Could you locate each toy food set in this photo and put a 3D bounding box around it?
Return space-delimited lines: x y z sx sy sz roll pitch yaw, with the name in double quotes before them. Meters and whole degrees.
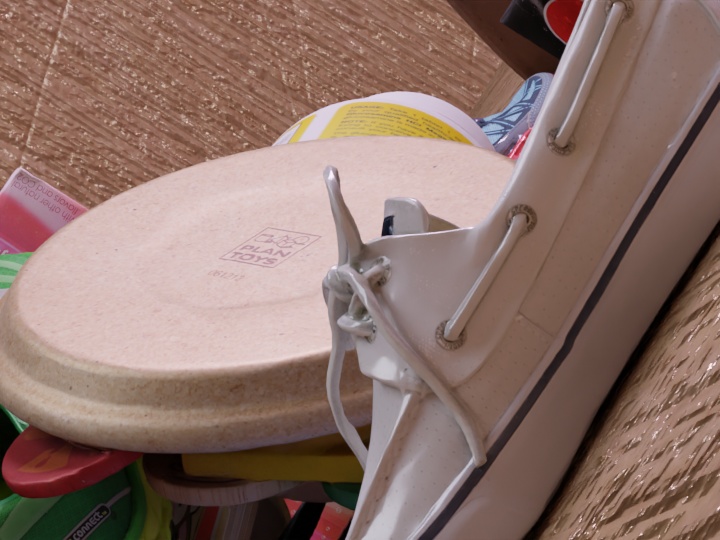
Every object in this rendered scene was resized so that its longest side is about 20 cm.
"toy food set" -0.025 0.014 0.854 0.198 0.200 0.049 -48 -46 -54

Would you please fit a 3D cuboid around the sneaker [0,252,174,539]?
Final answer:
"sneaker" -0.115 0.046 0.913 0.074 0.084 0.200 -54 29 16

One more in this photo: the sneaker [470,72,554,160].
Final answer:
"sneaker" 0.023 -0.044 1.236 0.200 0.096 0.079 -42 -6 -38

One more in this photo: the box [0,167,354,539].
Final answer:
"box" -0.092 0.057 1.189 0.103 0.200 0.095 -57 1 -14

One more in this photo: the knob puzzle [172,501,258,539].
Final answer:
"knob puzzle" -0.090 0.095 0.954 0.220 0.030 0.220 -39 44 53

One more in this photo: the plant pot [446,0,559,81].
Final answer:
"plant pot" 0.101 -0.221 1.447 0.175 0.200 0.200 -40 5 12

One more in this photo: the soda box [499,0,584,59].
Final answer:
"soda box" 0.135 -0.169 1.133 0.200 0.063 0.071 -58 1 -28

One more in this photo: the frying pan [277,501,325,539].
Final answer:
"frying pan" -0.058 0.166 0.991 0.115 0.031 0.190 -53 3 38

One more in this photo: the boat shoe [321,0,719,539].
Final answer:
"boat shoe" 0.023 0.006 0.672 0.202 0.086 0.075 -57 1 -4

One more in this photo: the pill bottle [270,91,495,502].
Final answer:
"pill bottle" 0.000 0.000 1.067 0.113 0.112 0.200 -57 1 24

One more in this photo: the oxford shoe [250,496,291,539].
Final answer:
"oxford shoe" -0.081 0.165 1.044 0.200 0.075 0.058 -64 -4 8
